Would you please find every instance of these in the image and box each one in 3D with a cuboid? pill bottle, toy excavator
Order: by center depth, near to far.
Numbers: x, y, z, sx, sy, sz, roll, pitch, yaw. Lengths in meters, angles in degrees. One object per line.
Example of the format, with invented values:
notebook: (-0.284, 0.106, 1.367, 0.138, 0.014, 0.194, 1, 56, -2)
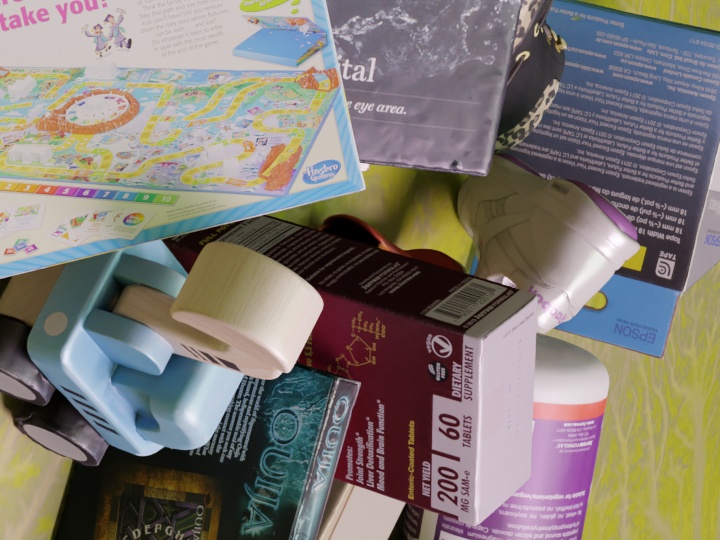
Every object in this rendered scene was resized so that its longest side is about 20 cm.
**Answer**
toy excavator: (-0.084, 0.028, 1.300, 0.100, 0.199, 0.195, -63, 150, -19)
pill bottle: (0.085, 0.143, 1.766, 0.112, 0.112, 0.202, -12, 115, -59)

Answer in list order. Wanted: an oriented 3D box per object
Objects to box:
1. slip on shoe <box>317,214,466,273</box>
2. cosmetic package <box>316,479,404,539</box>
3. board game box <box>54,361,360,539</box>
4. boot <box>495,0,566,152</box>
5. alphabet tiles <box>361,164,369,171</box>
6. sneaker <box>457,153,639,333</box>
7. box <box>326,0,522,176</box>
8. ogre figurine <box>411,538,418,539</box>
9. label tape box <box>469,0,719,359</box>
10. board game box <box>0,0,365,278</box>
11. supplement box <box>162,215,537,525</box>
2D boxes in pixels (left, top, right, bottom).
slip on shoe: (0.000, 0.000, 1.586, 0.199, 0.074, 0.062, -4, 104, -56)
cosmetic package: (-0.053, 0.149, 1.525, 0.201, 0.103, 0.073, -64, 150, -22)
board game box: (-0.088, 0.133, 1.417, 0.028, 0.135, 0.201, 18, 88, -62)
boot: (0.088, -0.162, 1.634, 0.205, 0.073, 0.154, -62, 162, 2)
alphabet tiles: (-0.050, -0.126, 1.365, 0.199, 0.008, 0.168, -3, 110, -22)
sneaker: (0.087, -0.012, 1.665, 0.075, 0.200, 0.100, 39, 85, -16)
box: (-0.030, -0.160, 1.280, 0.195, 0.117, 0.201, 5, 107, -17)
ogre figurine: (-0.008, 0.238, 1.659, 0.098, 0.199, 0.120, -112, -179, -56)
label tape box: (0.159, -0.059, 1.768, 0.063, 0.143, 0.201, 7, 98, -64)
board game box: (-0.108, -0.078, 1.206, 0.034, 0.198, 0.135, -115, -168, -70)
supplement box: (-0.011, 0.044, 1.443, 0.061, 0.199, 0.110, -34, 132, -49)
